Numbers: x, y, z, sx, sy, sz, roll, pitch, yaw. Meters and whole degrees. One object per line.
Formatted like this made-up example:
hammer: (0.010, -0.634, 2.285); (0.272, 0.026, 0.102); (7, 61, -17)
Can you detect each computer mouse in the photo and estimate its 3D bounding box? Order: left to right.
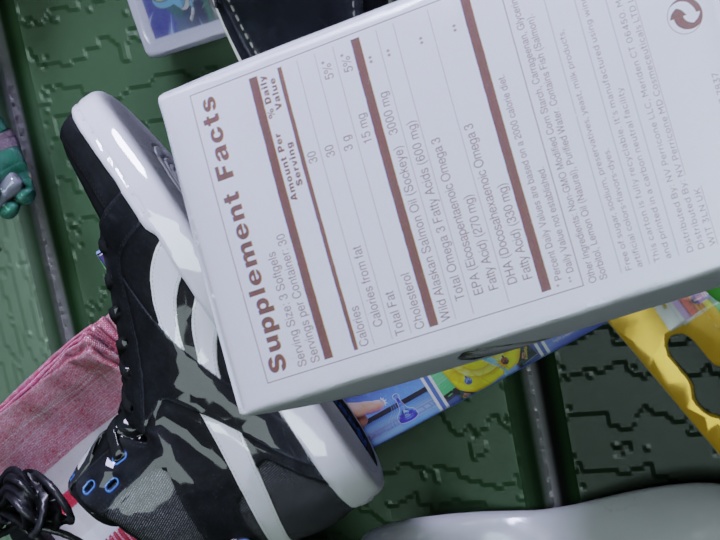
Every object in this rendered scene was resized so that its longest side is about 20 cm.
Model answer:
computer mouse: (-0.107, 0.165, 0.911); (0.200, 0.046, 0.140); (48, 160, -16)

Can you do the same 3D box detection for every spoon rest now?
spoon rest: (0.098, 0.130, 0.869); (0.198, 0.061, 0.100); (5, 110, 7)

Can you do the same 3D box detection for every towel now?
towel: (-0.091, 0.129, 0.939); (0.200, 0.023, 0.144); (52, 136, 0)

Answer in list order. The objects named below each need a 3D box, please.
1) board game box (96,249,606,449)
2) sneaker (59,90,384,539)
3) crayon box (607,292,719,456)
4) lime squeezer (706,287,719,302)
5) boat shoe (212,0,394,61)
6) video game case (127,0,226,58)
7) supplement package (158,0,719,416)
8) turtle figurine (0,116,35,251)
board game box: (0.000, 0.000, 0.871); (0.199, 0.034, 0.136); (-30, 93, 28)
sneaker: (-0.089, 0.037, 0.843); (0.111, 0.073, 0.201); (-34, 92, 7)
crayon box: (0.199, -0.010, 0.776); (0.200, 0.052, 0.126); (-41, 88, 27)
lime squeezer: (0.159, -0.024, 0.747); (0.198, 0.038, 0.071); (-9, 72, 26)
boat shoe: (-0.036, -0.138, 0.783); (0.074, 0.062, 0.202); (-6, 113, 17)
video game case: (-0.039, -0.204, 0.831); (0.181, 0.023, 0.202); (-13, 102, 26)
supplement package: (0.052, -0.035, 0.708); (0.199, 0.117, 0.118); (-18, 85, 26)
turtle figurine: (-0.205, -0.091, 0.883); (0.101, 0.149, 0.201); (43, 111, 47)
